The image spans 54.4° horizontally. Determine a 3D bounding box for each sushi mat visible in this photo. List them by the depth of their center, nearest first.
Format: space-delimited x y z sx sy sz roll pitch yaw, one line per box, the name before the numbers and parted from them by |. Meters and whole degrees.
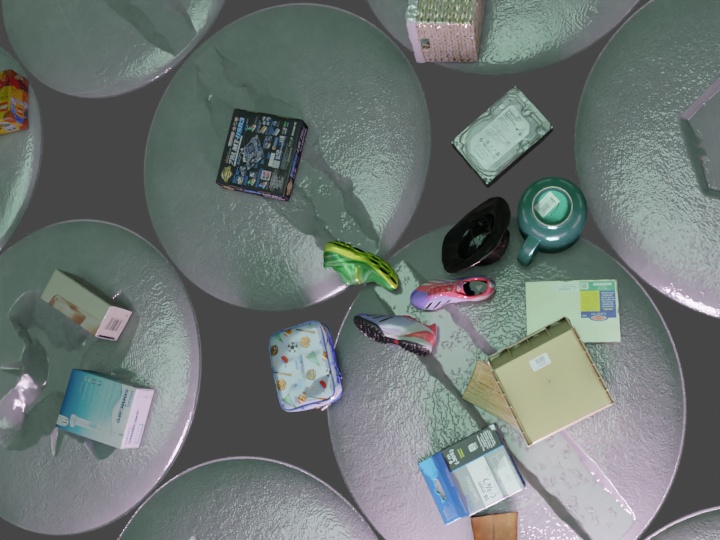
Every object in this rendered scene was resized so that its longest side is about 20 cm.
sushi mat | 0.326 0.280 1.524 0.197 0.012 0.097 26 86 17

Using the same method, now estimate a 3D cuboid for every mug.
mug | 0.414 -0.108 1.518 0.148 0.114 0.190 -1 79 14

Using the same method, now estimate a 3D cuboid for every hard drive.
hard drive | 0.326 -0.309 1.619 0.199 0.038 0.141 -39 73 4

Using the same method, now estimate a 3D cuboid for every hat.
hat | 0.273 -0.061 1.559 0.200 0.080 0.203 -39 31 28

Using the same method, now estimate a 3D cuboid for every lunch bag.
lunch bag | -0.123 0.226 1.623 0.157 0.076 0.205 -16 75 9

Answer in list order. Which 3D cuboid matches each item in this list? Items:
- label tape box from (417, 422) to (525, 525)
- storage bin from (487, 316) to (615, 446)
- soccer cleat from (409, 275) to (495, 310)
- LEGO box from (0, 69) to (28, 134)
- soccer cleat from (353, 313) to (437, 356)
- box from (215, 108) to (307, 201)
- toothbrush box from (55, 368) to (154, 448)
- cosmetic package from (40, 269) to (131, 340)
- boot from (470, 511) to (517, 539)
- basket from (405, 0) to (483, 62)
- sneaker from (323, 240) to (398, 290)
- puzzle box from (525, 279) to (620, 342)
label tape box | 0.233 0.437 1.494 0.197 0.063 0.146 -29 74 8
storage bin | 0.390 0.230 1.454 0.197 0.094 0.202 -29 77 10
soccer cleat | 0.203 0.046 1.566 0.195 0.076 0.068 -7 78 13
LEGO box | -1.051 -0.469 1.992 0.195 0.077 0.153 -9 78 13
soccer cleat | 0.079 0.130 1.598 0.196 0.069 0.074 17 61 21
box | -0.249 -0.293 1.762 0.194 0.050 0.205 11 83 17
toothbrush box | -0.629 0.339 1.729 0.195 0.085 0.150 11 82 17
cosmetic package | -0.698 0.088 1.785 0.197 0.103 0.088 30 87 19
boot | 0.326 0.608 1.452 0.184 0.068 0.205 -8 71 21
basket | 0.202 -0.610 1.623 0.157 0.198 0.205 8 81 14
sneaker | 0.000 0.000 1.641 0.197 0.074 0.085 26 112 15
puzzle box | 0.458 0.090 1.517 0.195 0.025 0.137 -2 79 14
